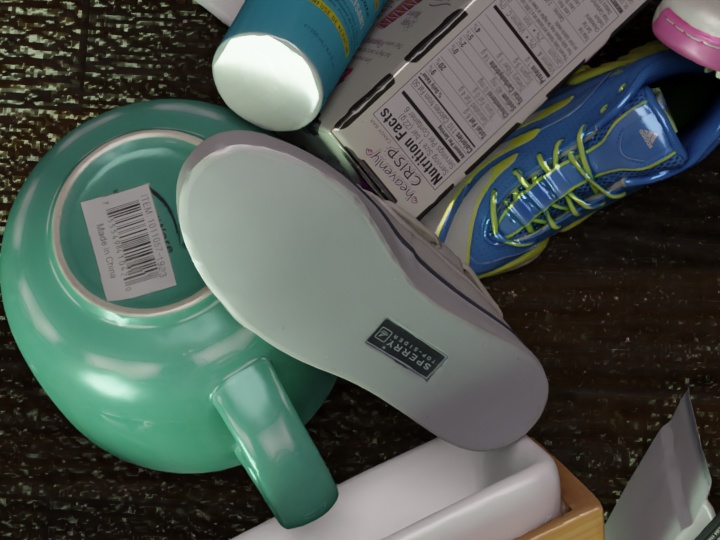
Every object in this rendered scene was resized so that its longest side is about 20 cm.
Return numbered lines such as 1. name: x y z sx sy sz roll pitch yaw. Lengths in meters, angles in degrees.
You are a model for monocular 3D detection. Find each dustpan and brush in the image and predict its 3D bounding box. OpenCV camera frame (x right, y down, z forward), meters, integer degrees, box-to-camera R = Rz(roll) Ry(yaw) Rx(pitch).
1. dustpan and brush: 0.119 0.166 0.921 0.057 0.140 0.201 30 105 -3

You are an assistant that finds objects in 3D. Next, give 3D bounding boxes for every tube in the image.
1. tube: -0.009 -0.142 0.944 0.050 0.078 0.201 -11 35 31

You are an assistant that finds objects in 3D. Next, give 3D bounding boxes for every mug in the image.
1. mug: -0.070 0.008 0.923 0.184 0.115 0.153 23 71 15

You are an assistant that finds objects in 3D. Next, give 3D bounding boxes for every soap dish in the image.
1. soap dish: 0.007 0.144 0.903 0.199 0.157 0.082 -25 97 -4

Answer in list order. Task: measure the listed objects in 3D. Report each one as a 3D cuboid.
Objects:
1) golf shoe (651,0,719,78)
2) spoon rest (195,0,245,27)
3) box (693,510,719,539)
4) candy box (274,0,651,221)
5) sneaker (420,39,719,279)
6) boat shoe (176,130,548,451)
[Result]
1. golf shoe: 0.201 -0.144 0.932 0.075 0.092 0.199 35 38 26
2. spoon rest: -0.096 -0.176 1.011 0.099 0.061 0.200 -40 68 -7
3. box: 0.160 0.175 0.850 0.201 0.159 0.050 -53 46 25
4. candy box: 0.057 -0.113 0.946 0.200 0.136 0.061 -42 107 -6
5. sneaker: 0.093 -0.055 0.952 0.199 0.105 0.076 -31 90 -5
6. boat shoe: 0.000 0.000 0.857 0.199 0.066 0.072 32 109 -30
